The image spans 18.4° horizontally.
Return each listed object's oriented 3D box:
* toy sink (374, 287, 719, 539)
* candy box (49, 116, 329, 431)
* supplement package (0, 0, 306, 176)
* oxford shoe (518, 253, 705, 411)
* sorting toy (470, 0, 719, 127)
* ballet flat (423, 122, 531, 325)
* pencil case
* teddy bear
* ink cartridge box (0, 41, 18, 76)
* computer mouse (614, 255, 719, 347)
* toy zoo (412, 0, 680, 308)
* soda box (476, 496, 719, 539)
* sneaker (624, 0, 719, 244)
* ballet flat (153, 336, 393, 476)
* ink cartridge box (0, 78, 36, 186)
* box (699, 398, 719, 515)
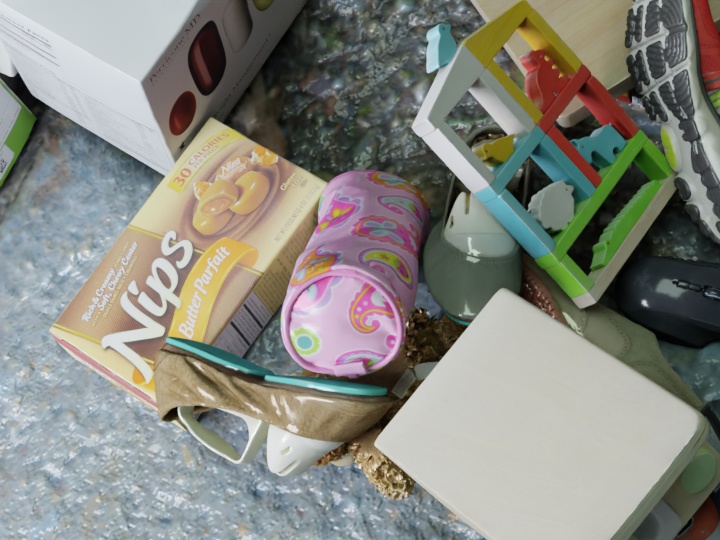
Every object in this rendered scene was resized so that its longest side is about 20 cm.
[{"bbox_3d":[0.130,0.122,1.332,0.130,0.112,0.200,-51,40,-5],"label":"toy sink"},{"bbox_3d":[-0.116,0.001,1.599,0.115,0.055,0.200,30,78,27],"label":"candy box"},{"bbox_3d":[-0.150,-0.205,1.609,0.147,0.200,0.191,30,78,13],"label":"supplement package"},{"bbox_3d":[0.154,0.054,1.496,0.074,0.071,0.200,-12,47,-30],"label":"oxford shoe"},{"bbox_3d":[0.184,-0.216,1.599,0.200,0.070,0.199,-32,61,0],"label":"sorting toy"},{"bbox_3d":[0.080,-0.039,1.499,0.067,0.064,0.200,6,31,5],"label":"ballet flat"},{"bbox_3d":[0.000,0.000,1.487,0.087,0.088,0.200,-13,19,11],"label":"pencil case"},{"bbox_3d":[0.032,0.084,1.493,0.200,0.067,0.145,-36,48,9],"label":"teddy bear"},{"bbox_3d":[-0.256,-0.250,1.614,0.067,0.200,0.117,24,58,8],"label":"ink cartridge box"},{"bbox_3d":[0.265,0.024,1.481,0.200,0.034,0.059,8,68,20],"label":"computer mouse"},{"bbox_3d":[0.117,-0.089,1.475,0.200,0.020,0.131,47,57,-12],"label":"toy zoo"},{"bbox_3d":[0.162,0.183,1.417,0.200,0.068,0.064,-22,59,6],"label":"soda box"},{"bbox_3d":[0.242,-0.118,1.502,0.085,0.077,0.200,-21,98,-23],"label":"sneaker"},{"bbox_3d":[-0.063,0.095,1.468,0.200,0.068,0.072,11,91,36],"label":"ballet flat"},{"bbox_3d":[-0.354,-0.147,1.660,0.148,0.200,0.076,20,74,25],"label":"ink cartridge box"},{"bbox_3d":[0.309,0.158,1.351,0.158,0.051,0.200,-10,58,-26],"label":"box"}]
